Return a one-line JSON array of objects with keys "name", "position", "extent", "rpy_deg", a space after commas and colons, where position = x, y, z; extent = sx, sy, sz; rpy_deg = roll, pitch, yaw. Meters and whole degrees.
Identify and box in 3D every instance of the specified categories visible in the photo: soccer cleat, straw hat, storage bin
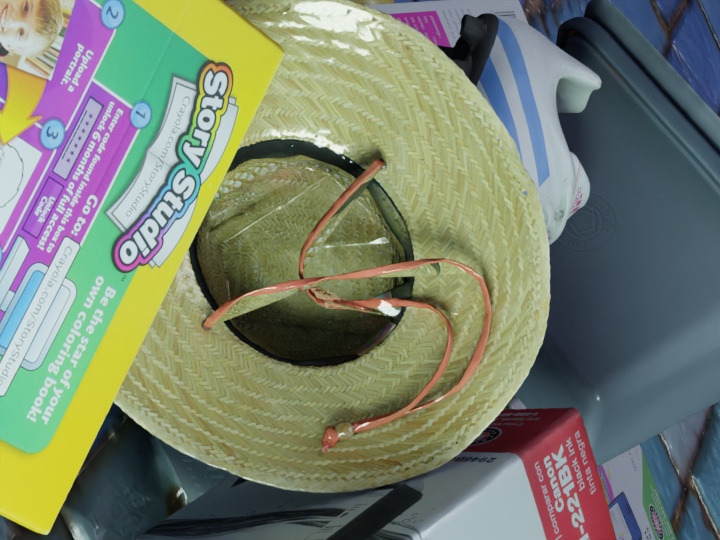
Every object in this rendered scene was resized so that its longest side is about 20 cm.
[{"name": "soccer cleat", "position": [0.058, -0.023, 1.032], "extent": [0.086, 0.070, 0.201], "rpy_deg": [23, 64, -12]}, {"name": "straw hat", "position": [-0.024, -0.003, 0.933], "extent": [0.085, 0.199, 0.203], "rpy_deg": [101, -30, -82]}, {"name": "storage bin", "position": [0.114, -0.004, 1.127], "extent": [0.200, 0.134, 0.146], "rpy_deg": [53, -18, 24]}]

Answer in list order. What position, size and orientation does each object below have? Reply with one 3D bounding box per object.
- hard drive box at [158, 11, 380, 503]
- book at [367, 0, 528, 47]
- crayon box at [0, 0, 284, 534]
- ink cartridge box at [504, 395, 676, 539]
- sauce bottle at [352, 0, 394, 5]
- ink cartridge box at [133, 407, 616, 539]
[{"name": "hard drive box", "position": [-0.037, 0.004, 1.048], "extent": [0.156, 0.076, 0.201], "rpy_deg": [-46, 120, -41]}, {"name": "book", "position": [0.027, -0.084, 1.286], "extent": [0.199, 0.048, 0.135], "rpy_deg": [-7, 73, -36]}, {"name": "crayon box", "position": [-0.136, -0.034, 0.808], "extent": [0.172, 0.058, 0.201], "rpy_deg": [35, 77, -45]}, {"name": "ink cartridge box", "position": [0.103, 0.136, 1.333], "extent": [0.200, 0.087, 0.146], "rpy_deg": [-19, 88, -66]}, {"name": "sauce bottle", "position": [0.003, -0.091, 1.342], "extent": [0.066, 0.066, 0.202], "rpy_deg": [16, 58, -63]}, {"name": "ink cartridge box", "position": [-0.013, 0.130, 0.897], "extent": [0.200, 0.144, 0.084], "rpy_deg": [-32, 110, -46]}]
